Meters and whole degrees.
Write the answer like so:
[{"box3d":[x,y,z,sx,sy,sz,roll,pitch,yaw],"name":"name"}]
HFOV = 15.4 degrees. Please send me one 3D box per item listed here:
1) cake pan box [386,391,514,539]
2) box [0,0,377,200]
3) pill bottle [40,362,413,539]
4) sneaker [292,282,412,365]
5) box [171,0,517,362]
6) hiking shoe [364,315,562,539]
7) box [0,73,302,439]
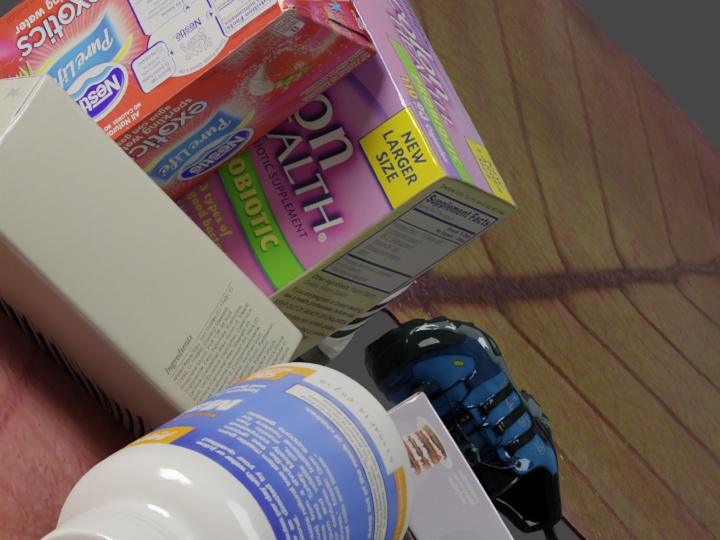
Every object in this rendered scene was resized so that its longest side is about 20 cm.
[{"box3d":[0.055,0.171,1.425,0.201,0.052,0.184,58,-8,8],"name":"cake pan box"},{"box3d":[-0.106,-0.104,1.351,0.095,0.199,0.100,19,40,-59],"name":"box"},{"box3d":[-0.066,0.120,1.183,0.112,0.112,0.200,57,31,3],"name":"pill bottle"},{"box3d":[0.000,0.000,1.593,0.076,0.115,0.201,53,17,-10],"name":"sneaker"},{"box3d":[-0.050,-0.060,1.426,0.097,0.199,0.177,20,40,-63],"name":"box"},{"box3d":[0.076,0.098,1.693,0.200,0.074,0.087,38,24,-46],"name":"hiking shoe"},{"box3d":[-0.124,0.001,1.284,0.200,0.068,0.082,48,61,-29],"name":"box"}]
